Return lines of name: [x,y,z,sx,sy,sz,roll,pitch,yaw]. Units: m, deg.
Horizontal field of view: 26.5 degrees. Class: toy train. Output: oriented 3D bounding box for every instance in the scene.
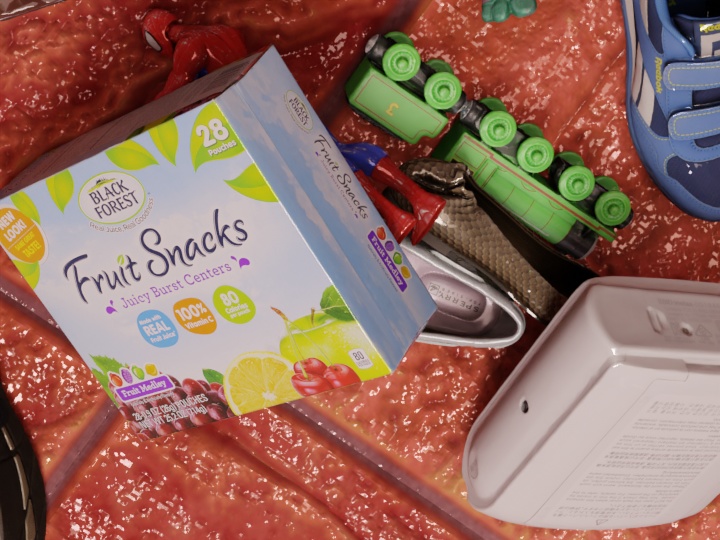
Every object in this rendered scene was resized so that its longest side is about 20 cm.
toy train: [0.077,-0.070,0.913,0.200,0.042,0.056,33,105,-17]

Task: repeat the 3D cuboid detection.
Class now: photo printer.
photo printer: [0.161,0.088,0.904,0.166,0.070,0.200,4,142,-22]

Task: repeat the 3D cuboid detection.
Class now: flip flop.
flip flop: [-0.230,0.107,0.876,0.057,0.081,0.201,-14,104,10]

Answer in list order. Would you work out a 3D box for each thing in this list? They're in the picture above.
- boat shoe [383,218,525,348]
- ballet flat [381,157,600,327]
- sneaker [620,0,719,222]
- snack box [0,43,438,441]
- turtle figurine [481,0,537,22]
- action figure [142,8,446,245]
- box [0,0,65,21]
boat shoe: [0.000,0.002,0.899,0.201,0.065,0.075,19,99,-16]
ballet flat: [0.100,-0.009,0.904,0.200,0.067,0.046,33,110,-21]
sneaker: [0.199,-0.120,0.904,0.074,0.082,0.201,-19,107,-9]
snack box: [-0.085,-0.007,0.821,0.199,0.068,0.169,-18,112,38]
turtle figurine: [0.078,-0.244,0.839,0.149,0.101,0.201,-12,123,27]
action figure: [-0.059,-0.064,0.860,0.200,0.065,0.099,43,119,11]
box: [-0.130,-0.230,0.749,0.163,0.200,0.167,-21,106,-6]
